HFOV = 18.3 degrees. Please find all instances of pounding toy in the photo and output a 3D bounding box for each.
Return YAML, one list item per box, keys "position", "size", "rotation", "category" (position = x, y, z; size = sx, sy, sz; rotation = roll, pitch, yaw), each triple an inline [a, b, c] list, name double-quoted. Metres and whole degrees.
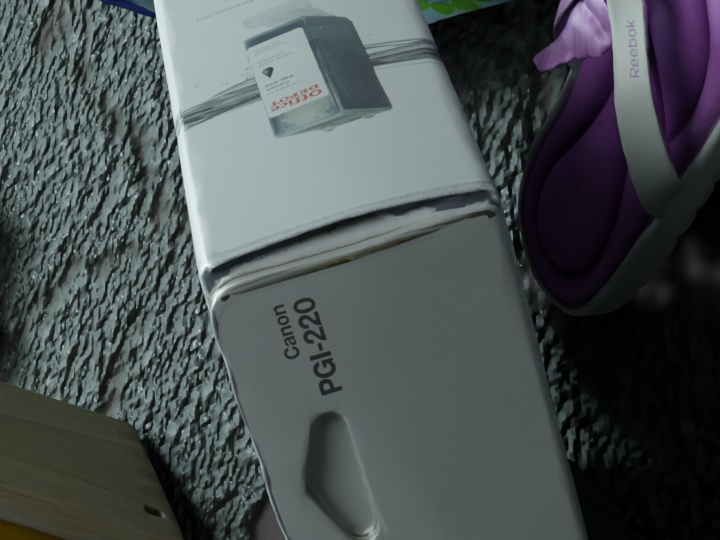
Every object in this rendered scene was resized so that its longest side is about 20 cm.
- position: [-0.173, 0.160, 0.900]
  size: [0.201, 0.183, 0.142]
  rotation: [-63, 25, 14]
  category: "pounding toy"

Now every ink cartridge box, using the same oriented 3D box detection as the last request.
- position: [0.000, 0.000, 0.670]
  size: [0.084, 0.146, 0.200]
  rotation: [-16, 31, 2]
  category: "ink cartridge box"

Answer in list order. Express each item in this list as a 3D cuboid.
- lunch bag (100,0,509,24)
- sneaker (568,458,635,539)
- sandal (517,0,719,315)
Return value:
- position: [0.001, -0.184, 0.824]
  size: [0.170, 0.127, 0.201]
  rotation: [-14, 54, 51]
  category: "lunch bag"
- position: [0.059, 0.143, 0.681]
  size: [0.201, 0.075, 0.116]
  rotation: [53, 128, 57]
  category: "sneaker"
- position: [0.078, -0.057, 0.674]
  size: [0.083, 0.050, 0.203]
  rotation: [54, 148, 36]
  category: "sandal"
